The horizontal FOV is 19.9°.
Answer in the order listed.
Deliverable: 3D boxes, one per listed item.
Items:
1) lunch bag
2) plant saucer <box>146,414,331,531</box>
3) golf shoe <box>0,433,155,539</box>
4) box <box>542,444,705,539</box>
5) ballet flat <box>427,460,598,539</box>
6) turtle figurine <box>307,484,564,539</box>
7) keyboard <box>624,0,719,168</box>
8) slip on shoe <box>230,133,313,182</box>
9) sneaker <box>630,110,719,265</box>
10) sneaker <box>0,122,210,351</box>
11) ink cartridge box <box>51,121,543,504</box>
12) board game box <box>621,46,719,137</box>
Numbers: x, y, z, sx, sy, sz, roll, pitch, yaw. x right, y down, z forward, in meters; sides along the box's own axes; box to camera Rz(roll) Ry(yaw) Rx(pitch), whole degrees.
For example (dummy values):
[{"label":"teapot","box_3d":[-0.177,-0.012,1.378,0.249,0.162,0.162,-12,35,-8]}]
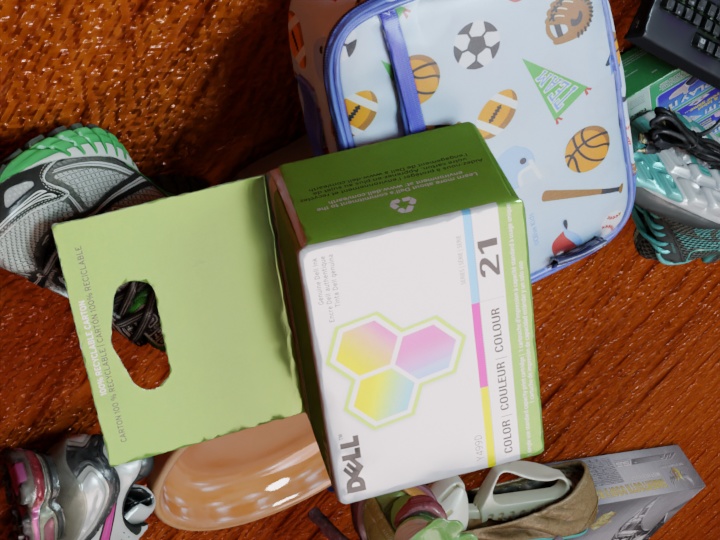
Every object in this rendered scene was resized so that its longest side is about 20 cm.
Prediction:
[{"label":"lunch bag","box_3d":[0.048,-0.068,0.993,0.160,0.076,0.201,-25,126,-15]},{"label":"plant saucer","box_3d":[-0.047,0.093,1.294,0.199,0.038,0.200,-24,153,-13]},{"label":"golf shoe","box_3d":[-0.166,0.166,1.240,0.092,0.073,0.200,-12,150,-17]},{"label":"box","box_3d":[0.179,0.221,1.755,0.199,0.048,0.158,-2,142,-47]},{"label":"ballet flat","box_3d":[0.093,0.182,1.573,0.199,0.068,0.073,-9,123,-18]},{"label":"turtle figurine","box_3d":[0.073,0.157,1.381,0.199,0.194,0.145,7,111,-10]},{"label":"keyboard","box_3d":[0.217,-0.108,1.145,0.199,0.021,0.128,19,98,-41]},{"label":"slip on shoe","box_3d":[0.025,-0.063,1.070,0.199,0.061,0.076,-30,154,-3]},{"label":"sneaker","box_3d":[0.193,-0.037,1.226,0.091,0.078,0.200,-41,152,27]},{"label":"sneaker","box_3d":[-0.113,-0.010,0.984,0.078,0.085,0.200,-42,152,20]},{"label":"ink cartridge box","box_3d":[-0.025,0.032,0.941,0.199,0.076,0.148,-14,125,-8]},{"label":"board game box","box_3d":[0.152,-0.078,1.221,0.199,0.029,0.135,-31,155,-3]}]
